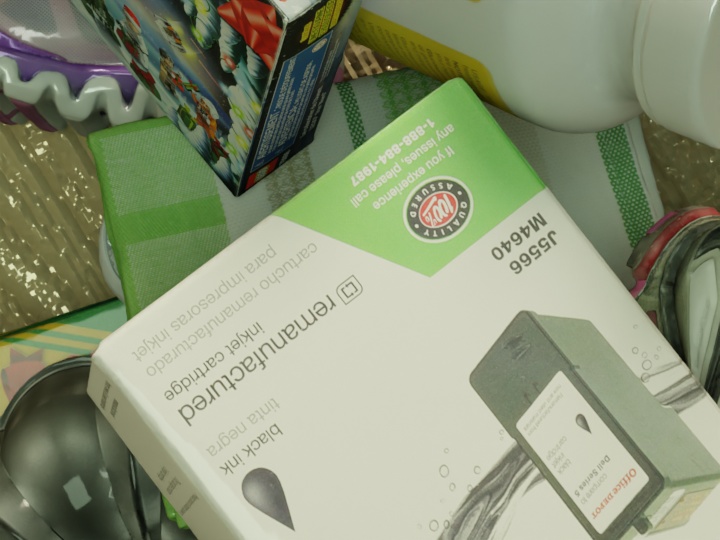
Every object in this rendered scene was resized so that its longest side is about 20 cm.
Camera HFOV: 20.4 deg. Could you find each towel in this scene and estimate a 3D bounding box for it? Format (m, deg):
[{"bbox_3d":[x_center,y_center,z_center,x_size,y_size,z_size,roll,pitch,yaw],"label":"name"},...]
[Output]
[{"bbox_3d":[0.015,0.003,0.707,0.199,0.031,0.150,-10,73,-14],"label":"towel"}]

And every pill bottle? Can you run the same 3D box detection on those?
[{"bbox_3d":[0.050,-0.111,0.640,0.200,0.112,0.112,29,94,35],"label":"pill bottle"}]

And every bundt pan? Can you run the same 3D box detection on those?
[{"bbox_3d":[-0.069,0.126,0.725,0.201,0.076,0.203,0,93,-1],"label":"bundt pan"}]

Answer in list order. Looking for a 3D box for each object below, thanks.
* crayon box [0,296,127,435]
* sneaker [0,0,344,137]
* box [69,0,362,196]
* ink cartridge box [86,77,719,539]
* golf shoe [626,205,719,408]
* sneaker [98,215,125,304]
[{"bbox_3d":[-0.127,0.088,0.786,0.199,0.051,0.128,-19,93,2],"label":"crayon box"},{"bbox_3d":[-0.093,-0.095,0.767,0.199,0.080,0.089,10,86,-5],"label":"sneaker"},{"bbox_3d":[-0.082,-0.131,0.646,0.040,0.137,0.200,-37,80,-20],"label":"box"},{"bbox_3d":[0.031,0.067,0.627,0.145,0.084,0.200,-38,86,-14],"label":"ink cartridge box"},{"bbox_3d":[0.160,0.071,0.670,0.073,0.092,0.200,-40,115,-16],"label":"golf shoe"},{"bbox_3d":[0.000,0.000,0.754,0.199,0.071,0.073,1,72,-12],"label":"sneaker"}]
